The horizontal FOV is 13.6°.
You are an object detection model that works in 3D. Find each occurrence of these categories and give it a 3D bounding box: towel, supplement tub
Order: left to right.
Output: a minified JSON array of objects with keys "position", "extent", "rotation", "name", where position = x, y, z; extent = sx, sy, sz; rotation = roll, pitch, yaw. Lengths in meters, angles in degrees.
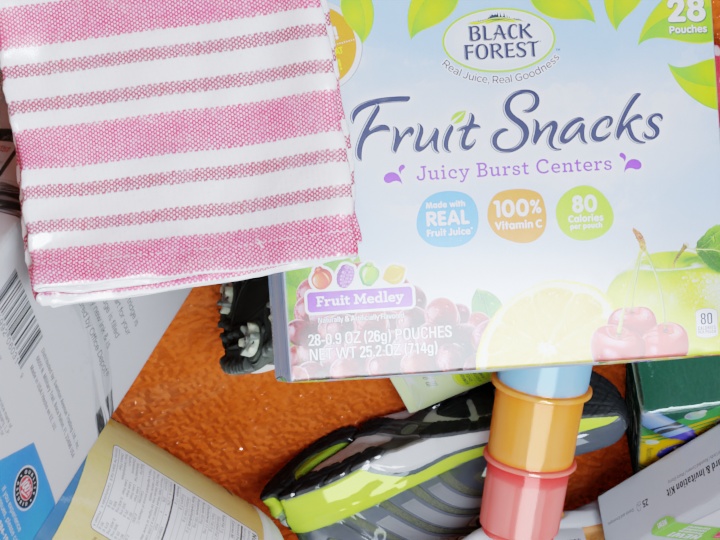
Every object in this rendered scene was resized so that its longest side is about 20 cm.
[{"position":[-0.127,0.160,1.540],"extent":[0.200,0.145,0.145],"rotation":[34,122,-24],"name":"supplement tub"},{"position":[-0.083,-0.093,1.278],"extent":[0.145,0.201,0.030],"rotation":[-9,178,5],"name":"towel"}]

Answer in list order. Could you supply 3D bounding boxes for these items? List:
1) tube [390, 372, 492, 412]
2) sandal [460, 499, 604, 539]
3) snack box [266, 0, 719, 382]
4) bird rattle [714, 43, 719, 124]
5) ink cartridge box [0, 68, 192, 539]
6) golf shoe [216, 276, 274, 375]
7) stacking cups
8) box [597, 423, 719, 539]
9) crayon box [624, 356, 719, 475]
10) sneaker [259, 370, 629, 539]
[{"position":[0.099,0.016,1.511],"extent":[0.199,0.058,0.052],"rotation":[-18,174,16],"name":"tube"},{"position":[0.097,0.163,1.564],"extent":[0.206,0.059,0.079],"rotation":[-11,152,-47],"name":"sandal"},{"position":[0.057,-0.040,1.330],"extent":[0.199,0.170,0.068],"rotation":[-3,178,-9],"name":"snack box"},{"position":[0.260,-0.061,1.387],"extent":[0.199,0.163,0.113],"rotation":[-1,116,-18],"name":"bird rattle"},{"position":[-0.163,0.013,1.366],"extent":[0.084,0.200,0.146],"rotation":[11,140,24],"name":"ink cartridge box"},{"position":[0.000,0.000,1.449],"extent":[0.088,0.078,0.200],"rotation":[15,145,-29],"name":"golf shoe"},{"position":[0.088,0.035,1.467],"extent":[0.060,0.061,0.201],"rotation":[6,109,-12],"name":"stacking cups"},{"position":[0.238,0.103,1.520],"extent":[0.155,0.041,0.200],"rotation":[7,155,-30],"name":"box"},{"position":[0.236,0.059,1.534],"extent":[0.199,0.052,0.126],"rotation":[-8,157,1],"name":"crayon box"},{"position":[0.051,0.108,1.565],"extent":[0.199,0.074,0.081],"rotation":[-20,112,22],"name":"sneaker"}]
